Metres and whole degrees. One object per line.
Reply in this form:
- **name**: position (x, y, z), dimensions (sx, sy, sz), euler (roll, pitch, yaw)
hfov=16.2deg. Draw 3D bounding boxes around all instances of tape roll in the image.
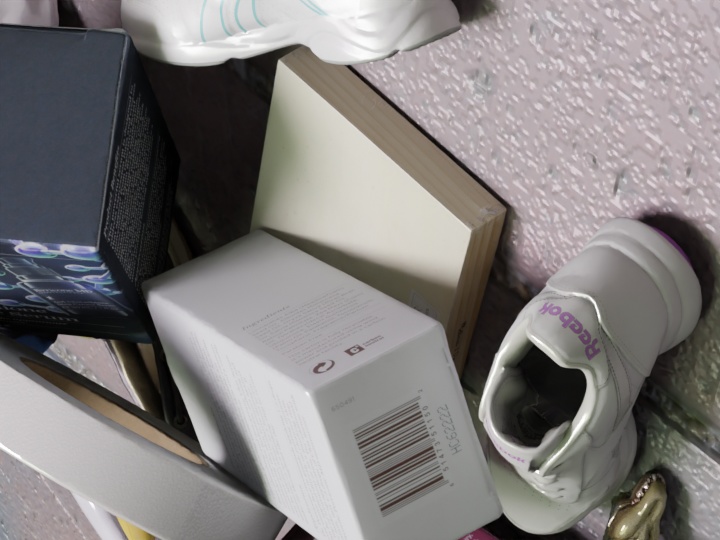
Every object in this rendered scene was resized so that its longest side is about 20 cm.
- **tape roll**: position (-0.128, 0.083, 1.237), dimensions (0.203, 0.037, 0.203), euler (30, 178, 1)

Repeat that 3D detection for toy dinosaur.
- **toy dinosaur**: position (0.084, 0.179, 1.111), dimensions (0.047, 0.200, 0.088), euler (51, 172, -32)

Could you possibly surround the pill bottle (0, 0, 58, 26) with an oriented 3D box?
- **pill bottle**: position (-0.253, -0.121, 1.386), dimensions (0.200, 0.111, 0.111), euler (-19, 101, 58)

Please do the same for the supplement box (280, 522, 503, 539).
- **supplement box**: position (0.059, 0.187, 1.215), dimensions (0.200, 0.086, 0.110), euler (33, 162, 35)

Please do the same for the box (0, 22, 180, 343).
- **box**: position (-0.176, -0.042, 1.222), dimensions (0.148, 0.107, 0.200), euler (5, 166, 5)

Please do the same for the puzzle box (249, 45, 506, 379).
- **puzzle box**: position (0.000, 0.000, 1.222), dimensions (0.133, 0.025, 0.200), euler (43, 146, 23)

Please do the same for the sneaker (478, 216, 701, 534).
- **sneaker**: position (0.078, 0.059, 1.094), dimensions (0.075, 0.100, 0.200), euler (39, 145, 19)

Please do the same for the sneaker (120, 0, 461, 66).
- **sneaker**: position (-0.037, -0.135, 1.126), dimensions (0.200, 0.070, 0.080), euler (2, 112, 46)

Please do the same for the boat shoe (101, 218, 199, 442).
- **boat shoe**: position (-0.125, 0.015, 1.370), dimensions (0.200, 0.065, 0.072), euler (61, 150, -3)

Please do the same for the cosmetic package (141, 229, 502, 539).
- **cosmetic package**: position (-0.022, 0.057, 1.168), dimensions (0.200, 0.071, 0.101), euler (27, 140, 60)

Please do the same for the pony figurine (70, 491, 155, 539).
- **pony figurine**: position (-0.118, 0.217, 1.481), dimensions (0.200, 0.167, 0.193), euler (49, 143, 43)

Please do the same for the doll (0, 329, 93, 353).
- **doll**: position (-0.208, -0.007, 1.385), dimensions (0.048, 0.200, 0.137), euler (-9, 65, 46)
